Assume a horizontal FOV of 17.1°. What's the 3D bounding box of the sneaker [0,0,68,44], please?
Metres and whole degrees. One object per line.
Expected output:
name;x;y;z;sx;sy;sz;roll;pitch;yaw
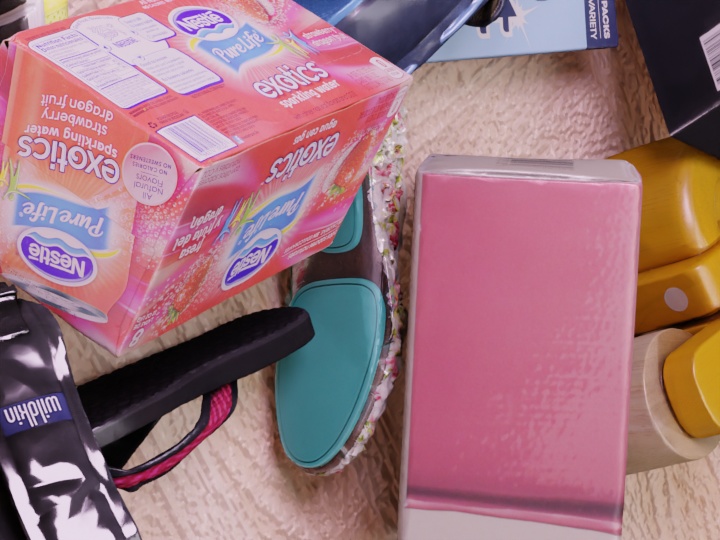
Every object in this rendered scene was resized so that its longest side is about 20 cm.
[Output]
sneaker;-0.144;-0.159;1.021;0.090;0.078;0.201;-16;101;-47

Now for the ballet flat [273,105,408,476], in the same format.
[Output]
ballet flat;0.000;0.000;1.175;0.064;0.075;0.201;4;89;-54

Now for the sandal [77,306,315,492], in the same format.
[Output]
sandal;-0.090;0.066;1.079;0.200;0.075;0.045;-24;106;-46

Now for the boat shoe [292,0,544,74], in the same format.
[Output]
boat shoe;0.040;-0.146;1.161;0.200;0.084;0.069;-38;120;-20

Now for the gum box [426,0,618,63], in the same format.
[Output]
gum box;0.052;-0.194;1.247;0.199;0.044;0.171;-10;97;-44

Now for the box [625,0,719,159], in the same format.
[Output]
box;0.211;-0.155;1.331;0.141;0.079;0.201;17;49;-42

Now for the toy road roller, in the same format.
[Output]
toy road roller;0.164;0.013;1.314;0.200;0.123;0.147;-34;101;-46

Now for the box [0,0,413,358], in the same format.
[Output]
box;-0.075;-0.052;1.016;0.095;0.102;0.200;-63;165;25

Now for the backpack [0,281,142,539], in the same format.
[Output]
backpack;-0.170;0.134;0.910;0.200;0.154;0.191;-31;71;-37

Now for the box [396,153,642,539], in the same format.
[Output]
box;0.078;0.047;1.174;0.128;0.108;0.201;-58;151;-82
